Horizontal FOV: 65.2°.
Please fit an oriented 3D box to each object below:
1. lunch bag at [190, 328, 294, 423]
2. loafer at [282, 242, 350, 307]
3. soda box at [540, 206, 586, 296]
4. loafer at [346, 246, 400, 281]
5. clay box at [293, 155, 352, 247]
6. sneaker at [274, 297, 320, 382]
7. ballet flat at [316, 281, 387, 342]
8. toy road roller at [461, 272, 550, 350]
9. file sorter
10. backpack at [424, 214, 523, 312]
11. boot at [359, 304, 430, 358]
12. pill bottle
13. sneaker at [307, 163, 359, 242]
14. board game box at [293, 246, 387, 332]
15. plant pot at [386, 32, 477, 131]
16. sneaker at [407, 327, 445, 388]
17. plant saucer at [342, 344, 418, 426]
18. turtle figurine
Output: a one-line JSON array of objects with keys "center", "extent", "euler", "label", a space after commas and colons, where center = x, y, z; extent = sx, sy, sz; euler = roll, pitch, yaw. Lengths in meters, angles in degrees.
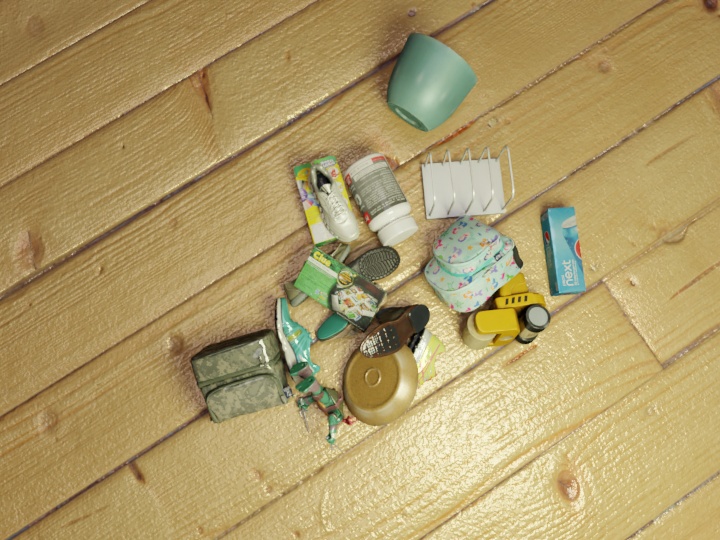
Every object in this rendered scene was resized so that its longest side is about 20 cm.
[{"center": [-0.263, 0.241, 1.271], "extent": [0.196, 0.139, 0.171], "euler": [-16, 96, -2], "label": "lunch bag"}, {"center": [-0.106, -0.002, 1.338], "extent": [0.200, 0.075, 0.070], "euler": [-43, 86, -7], "label": "loafer"}, {"center": [0.482, -0.045, 1.345], "extent": [0.066, 0.064, 0.204], "euler": [-4, 80, 0], "label": "soda box"}, {"center": [0.000, 0.000, 1.337], "extent": [0.197, 0.071, 0.074], "euler": [-23, 93, -7], "label": "loafer"}, {"center": [-0.086, -0.170, 1.383], "extent": [0.113, 0.048, 0.204], "euler": [-16, 79, -3], "label": "clay box"}, {"center": [-0.153, 0.157, 1.318], "extent": [0.078, 0.077, 0.204], "euler": [-19, 89, -12], "label": "sneaker"}, {"center": [-0.014, 0.111, 1.315], "extent": [0.199, 0.067, 0.069], "euler": [-40, 38, 17], "label": "ballet flat"}, {"center": [0.327, 0.092, 1.298], "extent": [0.196, 0.123, 0.149], "euler": [-8, 66, -4], "label": "toy road roller"}, {"center": [0.254, -0.213, 1.349], "extent": [0.196, 0.125, 0.142], "euler": [-5, 79, 0], "label": "file sorter"}, {"center": [0.245, -0.014, 1.284], "extent": [0.200, 0.177, 0.151], "euler": [-45, 127, -2], "label": "backpack"}, {"center": [0.059, 0.136, 1.271], "extent": [0.198, 0.096, 0.076], "euler": [-27, 105, -30], "label": "boot"}, {"center": [0.050, -0.166, 1.347], "extent": [0.112, 0.114, 0.203], "euler": [-26, 80, -4], "label": "pill bottle"}, {"center": [-0.067, -0.158, 1.317], "extent": [0.074, 0.081, 0.202], "euler": [-29, 82, -7], "label": "sneaker"}, {"center": [-0.046, 0.041, 1.273], "extent": [0.198, 0.023, 0.106], "euler": [33, 99, 12], "label": "board game box"}, {"center": [0.155, -0.438, 1.362], "extent": [0.199, 0.200, 0.163], "euler": [34, 95, 6], "label": "plant pot"}, {"center": [0.132, 0.238, 1.294], "extent": [0.089, 0.078, 0.203], "euler": [28, 91, -15], "label": "sneaker"}, {"center": [0.034, 0.242, 1.263], "extent": [0.197, 0.035, 0.204], "euler": [-13, 64, 28], "label": "plant saucer"}, {"center": [-0.087, 0.303, 1.263], "extent": [0.100, 0.149, 0.202], "euler": [-39, 122, -23], "label": "turtle figurine"}]
